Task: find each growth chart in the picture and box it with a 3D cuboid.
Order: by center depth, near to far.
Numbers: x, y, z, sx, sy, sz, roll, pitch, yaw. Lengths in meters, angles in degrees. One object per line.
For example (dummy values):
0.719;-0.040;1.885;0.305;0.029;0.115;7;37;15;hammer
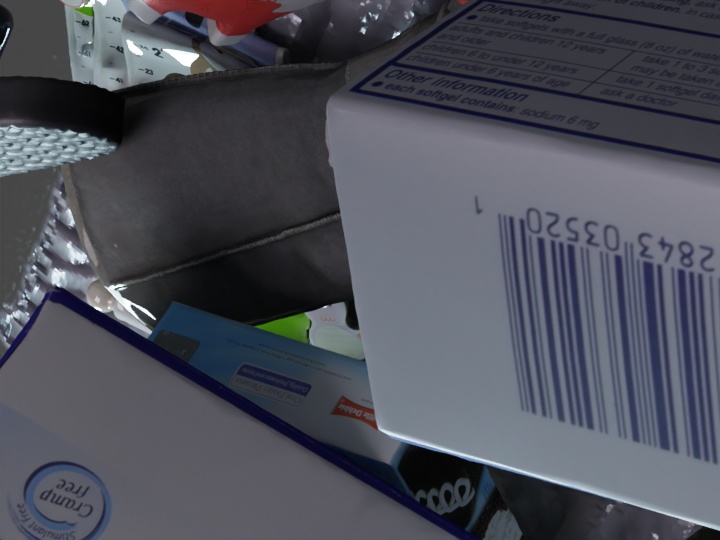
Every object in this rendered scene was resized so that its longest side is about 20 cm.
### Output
-0.060;-0.041;0.981;0.144;0.018;0.200;17;129;32;growth chart

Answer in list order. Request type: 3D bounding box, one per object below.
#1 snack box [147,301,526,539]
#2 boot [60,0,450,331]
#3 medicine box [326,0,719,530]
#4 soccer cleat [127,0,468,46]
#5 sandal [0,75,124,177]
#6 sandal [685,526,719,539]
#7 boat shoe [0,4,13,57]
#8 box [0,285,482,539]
0.005;0.095;0.950;0.116;0.037;0.200;16;151;34;snack box
0.002;0.000;0.899;0.200;0.073;0.182;-19;96;35;boot
0.125;-0.026;0.686;0.182;0.200;0.103;13;124;35;medicine box
0.008;-0.110;0.750;0.085;0.200;0.069;-51;51;40;soccer cleat
-0.163;-0.058;0.951;0.200;0.075;0.048;-5;79;37;sandal
0.167;0.084;0.833;0.201;0.057;0.080;-38;54;36;sandal
-0.184;-0.036;1.047;0.069;0.084;0.200;33;138;15;boat shoe
-0.054;0.126;0.906;0.184;0.105;0.200;30;157;9;box
